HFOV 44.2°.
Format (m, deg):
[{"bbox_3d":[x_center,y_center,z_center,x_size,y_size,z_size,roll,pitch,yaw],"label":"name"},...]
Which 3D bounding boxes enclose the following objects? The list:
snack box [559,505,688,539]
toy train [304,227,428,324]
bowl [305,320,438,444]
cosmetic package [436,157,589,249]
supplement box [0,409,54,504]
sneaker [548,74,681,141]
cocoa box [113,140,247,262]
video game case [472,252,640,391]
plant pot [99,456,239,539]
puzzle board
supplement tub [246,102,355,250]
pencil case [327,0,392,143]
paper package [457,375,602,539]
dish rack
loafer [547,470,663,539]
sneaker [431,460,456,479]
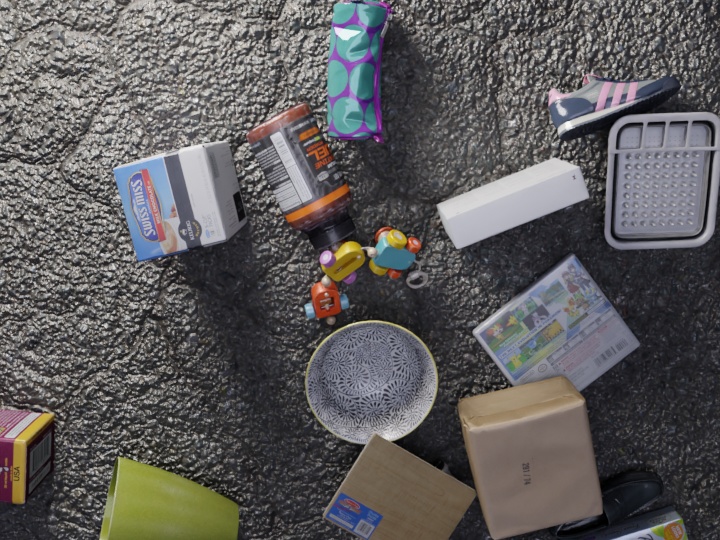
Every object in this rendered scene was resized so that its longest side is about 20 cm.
[{"bbox_3d":[0.434,0.482,1.433,0.197,0.053,0.145,-17,100,3],"label":"snack box"},{"bbox_3d":[0.000,0.000,1.348,0.197,0.056,0.151,-18,140,-4],"label":"toy train"},{"bbox_3d":[0.015,0.154,1.352,0.197,0.094,0.204,-1,109,-2],"label":"bowl"},{"bbox_3d":[0.215,-0.100,1.286,0.197,0.151,0.052,-21,99,4],"label":"cosmetic package"},{"bbox_3d":[-0.589,0.279,1.363,0.196,0.131,0.105,6,100,0],"label":"supplement box"},{"bbox_3d":[0.371,-0.262,1.303,0.197,0.070,0.083,-19,75,-6],"label":"sneaker"},{"bbox_3d":[-0.250,-0.103,1.261,0.129,0.200,0.136,-13,100,3],"label":"cocoa box"},{"bbox_3d":[0.306,0.105,1.386,0.199,0.022,0.183,-38,98,7],"label":"video game case"},{"bbox_3d":[-0.294,0.398,1.373,0.197,0.187,0.190,12,100,-17],"label":"plant pot"},{"bbox_3d":[0.061,0.357,1.359,0.198,0.017,0.152,32,95,-15],"label":"puzzle board"},{"bbox_3d":[-0.080,-0.135,1.304,0.106,0.107,0.202,-26,99,5],"label":"supplement tub"},{"bbox_3d":[-0.001,-0.291,1.287,0.091,0.085,0.204,9,102,26],"label":"pencil case"},{"bbox_3d":[0.261,0.285,1.360,0.187,0.104,0.203,-13,108,3],"label":"paper package"},{"bbox_3d":[0.446,-0.135,1.324,0.168,0.044,0.204,-2,107,0],"label":"dish rack"},{"bbox_3d":[0.391,0.378,1.406,0.198,0.070,0.069,-22,100,4],"label":"loafer"},{"bbox_3d":[0.086,0.400,1.411,0.200,0.074,0.080,-45,99,7],"label":"sneaker"}]
